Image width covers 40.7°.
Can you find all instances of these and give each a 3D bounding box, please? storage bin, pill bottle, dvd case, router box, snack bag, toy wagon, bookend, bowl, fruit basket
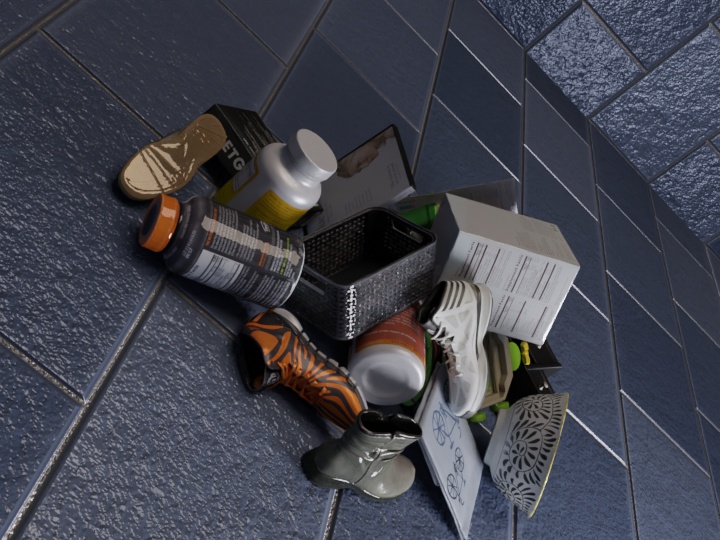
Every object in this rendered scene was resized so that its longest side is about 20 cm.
[{"bbox_3d":[0.000,0.000,1.388,0.200,0.094,0.135,-26,43,-37],"label":"storage bin"},{"bbox_3d":[-0.181,-0.030,1.249,0.200,0.106,0.106,23,38,-26],"label":"pill bottle"},{"bbox_3d":[-0.125,-0.104,1.331,0.104,0.200,0.104,36,32,-27],"label":"pill bottle"},{"bbox_3d":[-0.011,-0.129,1.531,0.018,0.200,0.143,36,30,-44],"label":"dvd case"},{"bbox_3d":[-0.153,-0.158,1.482,0.200,0.051,0.149,55,17,8],"label":"router box"},{"bbox_3d":[0.131,0.260,1.416,0.200,0.021,0.189,67,22,-18],"label":"snack bag"},{"bbox_3d":[0.205,0.153,1.566,0.200,0.040,0.156,-10,93,-49],"label":"toy wagon"},{"bbox_3d":[0.302,0.191,1.726,0.199,0.092,0.200,7,52,-53],"label":"bookend"},{"bbox_3d":[0.248,0.270,1.504,0.094,0.201,0.201,18,28,8],"label":"bowl"},{"bbox_3d":[0.042,0.093,1.438,0.112,0.112,0.200,39,31,-22],"label":"pill bottle"},{"bbox_3d":[0.171,-0.071,1.661,0.094,0.200,0.186,-103,178,-50],"label":"fruit basket"}]

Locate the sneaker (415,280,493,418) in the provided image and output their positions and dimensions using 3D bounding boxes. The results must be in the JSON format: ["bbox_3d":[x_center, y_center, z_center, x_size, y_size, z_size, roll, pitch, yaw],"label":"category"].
[{"bbox_3d":[0.124,0.111,1.407,0.115,0.076,0.201,10,80,-31],"label":"sneaker"}]

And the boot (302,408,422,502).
[{"bbox_3d":[0.035,0.236,1.242,0.200,0.131,0.068,19,42,-45],"label":"boot"}]

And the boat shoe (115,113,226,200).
[{"bbox_3d":[-0.263,-0.148,1.327,0.072,0.065,0.200,54,46,-14],"label":"boat shoe"}]

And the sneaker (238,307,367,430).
[{"bbox_3d":[-0.086,0.144,1.249,0.200,0.078,0.112,44,31,9],"label":"sneaker"}]

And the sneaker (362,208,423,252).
[{"bbox_3d":[0.012,-0.072,1.539,0.200,0.071,0.098,21,-6,21],"label":"sneaker"}]

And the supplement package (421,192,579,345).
[{"bbox_3d":[0.209,-0.003,1.532,0.200,0.151,0.152,15,25,-11],"label":"supplement package"}]

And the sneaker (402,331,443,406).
[{"bbox_3d":[0.101,0.135,1.516,0.084,0.077,0.200,47,35,-26],"label":"sneaker"}]
